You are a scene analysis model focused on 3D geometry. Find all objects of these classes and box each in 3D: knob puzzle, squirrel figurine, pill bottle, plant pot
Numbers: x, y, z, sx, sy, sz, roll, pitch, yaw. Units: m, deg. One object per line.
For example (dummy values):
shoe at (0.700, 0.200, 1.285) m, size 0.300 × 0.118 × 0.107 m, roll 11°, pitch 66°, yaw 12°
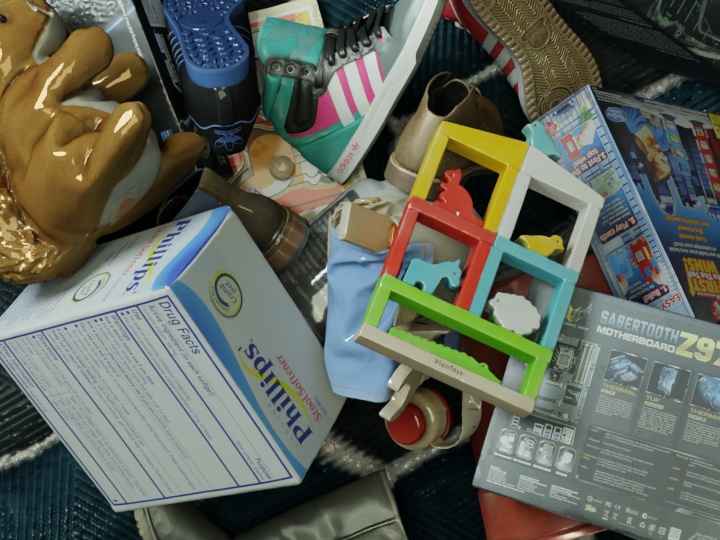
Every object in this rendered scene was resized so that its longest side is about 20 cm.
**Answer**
knob puzzle at (-0.109, -0.115, 1.278) m, size 0.218 × 0.030 × 0.222 m, roll 0°, pitch 92°, yaw 1°
squirrel figurine at (-0.245, -0.099, 1.135) m, size 0.187 × 0.141 × 0.200 m, roll 44°, pitch 102°, yaw 11°
pill bottle at (0.000, 0.000, 1.239) m, size 0.200 × 0.113 × 0.113 m, roll -40°, pitch 91°, yaw 3°
plant pot at (0.161, 0.099, 1.208) m, size 0.199 × 0.201 × 0.197 m, roll -18°, pitch 84°, yaw 1°

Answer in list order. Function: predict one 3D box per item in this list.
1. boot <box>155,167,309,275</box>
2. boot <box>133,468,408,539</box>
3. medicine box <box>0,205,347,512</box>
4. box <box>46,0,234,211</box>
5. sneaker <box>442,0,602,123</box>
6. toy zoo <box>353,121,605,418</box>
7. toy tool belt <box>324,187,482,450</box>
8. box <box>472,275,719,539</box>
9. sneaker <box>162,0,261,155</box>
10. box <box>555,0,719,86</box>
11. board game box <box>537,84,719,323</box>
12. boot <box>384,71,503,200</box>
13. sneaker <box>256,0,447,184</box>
boot at (-0.138, -0.019, 1.213) m, size 0.097 × 0.075 × 0.199 m, roll 35°, pitch 135°, yaw -29°
boot at (-0.069, 0.209, 1.267) m, size 0.199 × 0.073 × 0.183 m, roll -22°, pitch 105°, yaw 8°
medicine box at (-0.142, 0.071, 1.155) m, size 0.199 × 0.103 × 0.183 m, roll -14°, pitch 119°, yaw 35°
box at (-0.217, -0.136, 1.235) m, size 0.163 × 0.086 × 0.201 m, roll -20°, pitch 91°, yaw 15°
sneaker at (0.121, -0.190, 1.260) m, size 0.071 × 0.112 × 0.200 m, roll -38°, pitch 122°, yaw -5°
toy zoo at (0.089, -0.015, 1.071) m, size 0.130 × 0.020 × 0.201 m, roll 24°, pitch 69°, yaw -7°
toy tool belt at (0.018, 0.044, 1.122) m, size 0.124 × 0.123 × 0.202 m, roll 5°, pitch 102°, yaw 30°
box at (0.194, 0.105, 1.080) m, size 0.199 × 0.051 × 0.159 m, roll 15°, pitch 84°, yaw 19°
sneaker at (-0.115, -0.162, 1.205) m, size 0.070 × 0.200 × 0.078 m, roll -5°, pitch 121°, yaw -4°
box at (0.242, -0.271, 1.175) m, size 0.124 × 0.196 × 0.201 m, roll 27°, pitch 93°, yaw 44°
board game box at (0.246, -0.027, 1.190) m, size 0.199 × 0.062 × 0.201 m, roll 7°, pitch 62°, yaw -39°
boot at (0.078, -0.116, 1.190) m, size 0.073 × 0.200 × 0.076 m, roll 21°, pitch 112°, yaw 10°
sneaker at (-0.017, -0.174, 1.205) m, size 0.120 × 0.084 × 0.201 m, roll 29°, pitch 120°, yaw -6°
